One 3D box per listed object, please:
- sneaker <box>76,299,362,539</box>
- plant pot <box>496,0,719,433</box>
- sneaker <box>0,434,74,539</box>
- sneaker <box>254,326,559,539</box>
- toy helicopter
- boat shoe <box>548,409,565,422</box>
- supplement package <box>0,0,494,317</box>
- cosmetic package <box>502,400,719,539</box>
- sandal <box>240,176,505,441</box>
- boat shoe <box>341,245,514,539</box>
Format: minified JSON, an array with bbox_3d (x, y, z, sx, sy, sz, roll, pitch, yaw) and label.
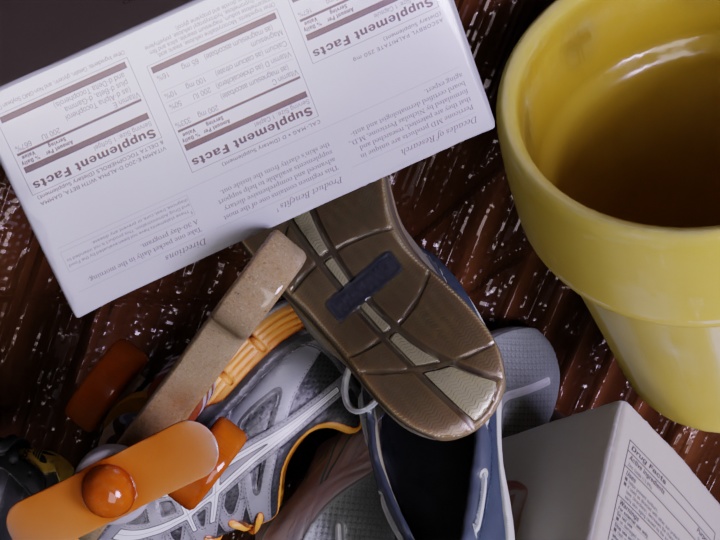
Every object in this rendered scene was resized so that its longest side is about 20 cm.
[{"bbox_3d":[-0.079,0.109,1.024,0.077,0.078,0.200,42,99,-1],"label":"sneaker"},{"bbox_3d":[0.179,-0.027,0.995,0.200,0.201,0.189,-24,135,-5],"label":"plant pot"},{"bbox_3d":[-0.187,0.093,0.973,0.090,0.070,0.201,-26,99,9],"label":"sneaker"},{"bbox_3d":[0.022,0.092,1.063,0.200,0.080,0.071,-38,112,-24],"label":"sneaker"},{"bbox_3d":[-0.084,0.056,0.891,0.079,0.132,0.200,38,131,0],"label":"toy helicopter"},{"bbox_3d":[0.036,0.154,1.100,0.201,0.075,0.075,-25,128,-3],"label":"boat shoe"},{"bbox_3d":[-0.067,-0.095,0.895,0.199,0.156,0.111,-24,119,-5],"label":"supplement package"},{"bbox_3d":[0.105,0.178,0.983,0.087,0.201,0.103,-21,124,39],"label":"cosmetic package"},{"bbox_3d":[0.000,0.000,0.966,0.080,0.200,0.054,-35,161,-2],"label":"sandal"},{"bbox_3d":[0.030,0.065,0.982,0.074,0.201,0.062,-11,147,10],"label":"boat shoe"}]
